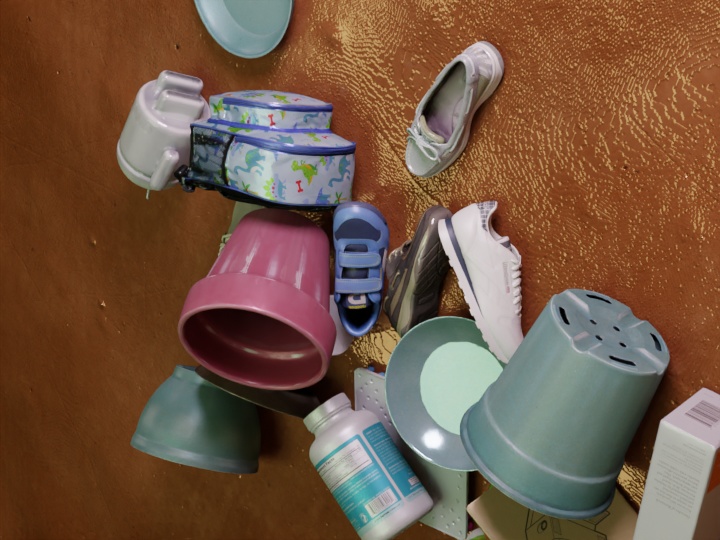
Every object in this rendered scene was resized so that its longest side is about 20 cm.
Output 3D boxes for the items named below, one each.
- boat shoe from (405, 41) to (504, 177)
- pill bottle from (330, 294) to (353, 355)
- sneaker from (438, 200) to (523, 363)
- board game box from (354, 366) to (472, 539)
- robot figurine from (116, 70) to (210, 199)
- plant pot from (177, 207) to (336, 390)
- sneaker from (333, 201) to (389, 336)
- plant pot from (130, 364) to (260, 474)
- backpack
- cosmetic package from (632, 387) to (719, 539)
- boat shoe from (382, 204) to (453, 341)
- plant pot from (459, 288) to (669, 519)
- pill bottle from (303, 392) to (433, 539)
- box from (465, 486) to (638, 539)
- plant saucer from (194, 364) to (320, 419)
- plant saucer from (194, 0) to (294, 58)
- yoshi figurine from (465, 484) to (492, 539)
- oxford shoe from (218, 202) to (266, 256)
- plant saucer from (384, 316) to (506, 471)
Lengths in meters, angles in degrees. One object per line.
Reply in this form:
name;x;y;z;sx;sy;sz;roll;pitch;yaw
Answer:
boat shoe;0.099;-0.187;1.594;0.075;0.065;0.202;51;135;16
pill bottle;-0.103;0.077;1.876;0.199;0.112;0.113;-2;106;45
sneaker;0.164;0.017;1.610;0.080;0.076;0.201;-23;95;8
board game box;0.074;0.248;1.835;0.199;0.026;0.202;18;119;39
robot figurine;-0.288;-0.197;1.940;0.170;0.112;0.200;-96;27;-42
plant pot;-0.119;0.028;1.721;0.198;0.180;0.201;9;147;6
sneaker;0.000;0.000;1.730;0.073;0.083;0.201;2;131;8
plant pot;-0.238;0.220;2.035;0.199;0.200;0.135;13;89;41
backpack;-0.107;-0.156;1.727;0.199;0.182;0.148;21;108;39
cosmetic package;0.368;0.245;1.486;0.071;0.101;0.201;27;125;33
boat shoe;0.065;-0.001;1.702;0.073;0.074;0.201;36;129;29
plant pot;0.242;0.141;1.516;0.200;0.200;0.197;40;122;25
pill bottle;0.004;0.269;1.814;0.201;0.110;0.111;56;136;12
box;0.250;0.317;1.601;0.200;0.163;0.021;51;166;15
plant saucer;-0.140;0.165;1.913;0.199;0.200;0.032;23;92;36
plant saucer;-0.150;-0.386;1.779;0.199;0.036;0.202;19;120;38
yoshi figurine;0.199;0.333;1.718;0.111;0.113;0.201;27;119;-8
oxford shoe;-0.171;-0.026;1.875;0.075;0.058;0.202;-17;57;40
plant saucer;0.128;0.155;1.707;0.199;0.039;0.203;4;100;26
